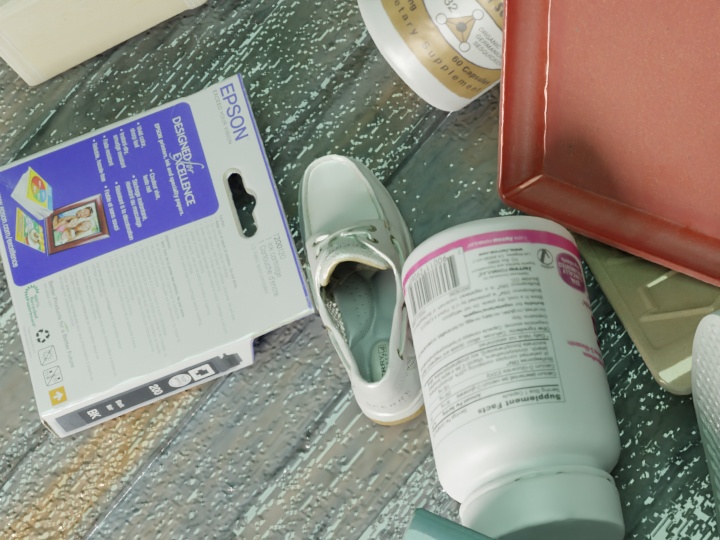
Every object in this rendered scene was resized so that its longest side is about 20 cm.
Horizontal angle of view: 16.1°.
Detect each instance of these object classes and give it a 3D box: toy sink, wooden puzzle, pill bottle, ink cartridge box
[{"bbox_3d":[-0.184,-0.243,1.800,0.200,0.112,0.131,-27,62,8],"label":"toy sink"},{"bbox_3d":[0.242,-0.014,1.587,0.185,0.046,0.200,-28,36,3],"label":"wooden puzzle"},{"bbox_3d":[0.096,0.078,1.567,0.113,0.113,0.200,-14,64,9],"label":"pill bottle"},{"bbox_3d":[0.105,-0.204,1.668,0.200,0.114,0.115,-35,60,22],"label":"pill bottle"},{"bbox_3d":[-0.142,-0.012,1.720,0.200,0.043,0.198,-21,63,7],"label":"ink cartridge box"}]

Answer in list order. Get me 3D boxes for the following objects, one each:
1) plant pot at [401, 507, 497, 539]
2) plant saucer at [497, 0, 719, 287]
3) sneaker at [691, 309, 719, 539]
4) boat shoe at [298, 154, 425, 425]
[{"bbox_3d":[0.100,0.278,1.447,0.200,0.196,0.196,16,71,13],"label":"plant pot"},{"bbox_3d":[0.169,-0.112,1.566,0.037,0.200,0.199,-20,30,-39],"label":"plant saucer"},{"bbox_3d":[0.248,0.101,1.495,0.079,0.200,0.078,-21,31,-15],"label":"sneaker"},{"bbox_3d":[0.000,0.000,1.662,0.071,0.069,0.200,-22,61,7],"label":"boat shoe"}]
